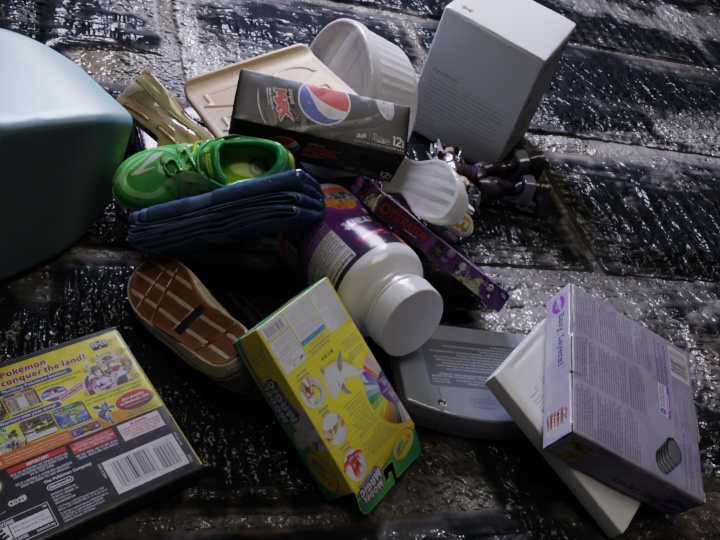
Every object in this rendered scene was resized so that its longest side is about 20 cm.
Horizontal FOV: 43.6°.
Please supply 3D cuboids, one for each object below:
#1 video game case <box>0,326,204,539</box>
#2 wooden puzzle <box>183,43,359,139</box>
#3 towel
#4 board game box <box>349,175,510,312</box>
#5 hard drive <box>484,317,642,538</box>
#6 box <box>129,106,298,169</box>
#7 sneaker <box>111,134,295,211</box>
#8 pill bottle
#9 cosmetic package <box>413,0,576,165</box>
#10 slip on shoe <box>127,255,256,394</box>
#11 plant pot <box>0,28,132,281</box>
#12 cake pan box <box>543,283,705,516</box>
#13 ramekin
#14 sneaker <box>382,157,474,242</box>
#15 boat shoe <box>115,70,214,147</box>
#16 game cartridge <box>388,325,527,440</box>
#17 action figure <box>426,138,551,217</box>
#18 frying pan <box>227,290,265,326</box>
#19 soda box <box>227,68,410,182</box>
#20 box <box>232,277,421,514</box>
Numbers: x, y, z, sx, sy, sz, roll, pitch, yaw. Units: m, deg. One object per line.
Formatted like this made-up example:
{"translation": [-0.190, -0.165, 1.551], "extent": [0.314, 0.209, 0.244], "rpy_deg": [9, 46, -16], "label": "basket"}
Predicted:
{"translation": [-0.265, 0.148, 0.792], "extent": [0.197, 0.026, 0.181], "rpy_deg": [-18, 55, -37], "label": "video game case"}
{"translation": [-0.105, -0.199, 1.116], "extent": [0.182, 0.047, 0.201], "rpy_deg": [-22, 45, -17], "label": "wooden puzzle"}
{"translation": [-0.137, -0.054, 0.946], "extent": [0.195, 0.111, 0.050], "rpy_deg": [-13, 84, 13], "label": "towel"}
{"translation": [0.079, -0.034, 1.051], "extent": [0.199, 0.033, 0.120], "rpy_deg": [37, 2, -22], "label": "board game box"}
{"translation": [0.231, 0.162, 0.958], "extent": [0.201, 0.027, 0.131], "rpy_deg": [50, 44, 5], "label": "hard drive"}
{"translation": [-0.176, -0.128, 1.117], "extent": [0.194, 0.050, 0.202], "rpy_deg": [-1, 45, -27], "label": "box"}
{"translation": [-0.167, -0.112, 0.950], "extent": [0.195, 0.084, 0.076], "rpy_deg": [-10, 79, -7], "label": "sneaker"}
{"translation": [0.000, 0.000, 0.985], "extent": [0.110, 0.113, 0.200], "rpy_deg": [-12, 40, -34], "label": "pill bottle"}
{"translation": [0.191, -0.293, 1.349], "extent": [0.164, 0.202, 0.168], "rpy_deg": [31, 41, 11], "label": "cosmetic package"}
{"translation": [-0.169, 0.055, 0.916], "extent": [0.198, 0.061, 0.076], "rpy_deg": [31, 65, 37], "label": "slip on shoe"}
{"translation": [-0.355, -0.132, 0.936], "extent": [0.196, 0.198, 0.198], "rpy_deg": [40, 35, 21], "label": "plant pot"}
{"translation": [0.278, 0.132, 0.961], "extent": [0.182, 0.052, 0.203], "rpy_deg": [29, 47, -20], "label": "cake pan box"}
{"translation": [-0.006, -0.219, 1.189], "extent": [0.093, 0.204, 0.204], "rpy_deg": [6, 41, -34], "label": "ramekin"}
{"translation": [0.111, -0.080, 1.120], "extent": [0.114, 0.074, 0.200], "rpy_deg": [32, 5, -24], "label": "sneaker"}
{"translation": [-0.206, -0.140, 1.039], "extent": [0.064, 0.071, 0.200], "rpy_deg": [-41, 76, -9], "label": "boat shoe"}
{"translation": [0.127, 0.123, 0.994], "extent": [0.195, 0.041, 0.135], "rpy_deg": [8, 39, -17], "label": "game cartridge"}
{"translation": [0.169, -0.129, 1.268], "extent": [0.195, 0.070, 0.132], "rpy_deg": [4, 50, -15], "label": "action figure"}
{"translation": [-0.062, 0.082, 0.959], "extent": [0.113, 0.031, 0.192], "rpy_deg": [-3, 49, -29], "label": "frying pan"}
{"translation": [-0.047, -0.161, 1.007], "extent": [0.195, 0.071, 0.065], "rpy_deg": [11, 68, -11], "label": "soda box"}
{"translation": [-0.025, 0.122, 0.864], "extent": [0.117, 0.048, 0.202], "rpy_deg": [-35, 95, -47], "label": "box"}
